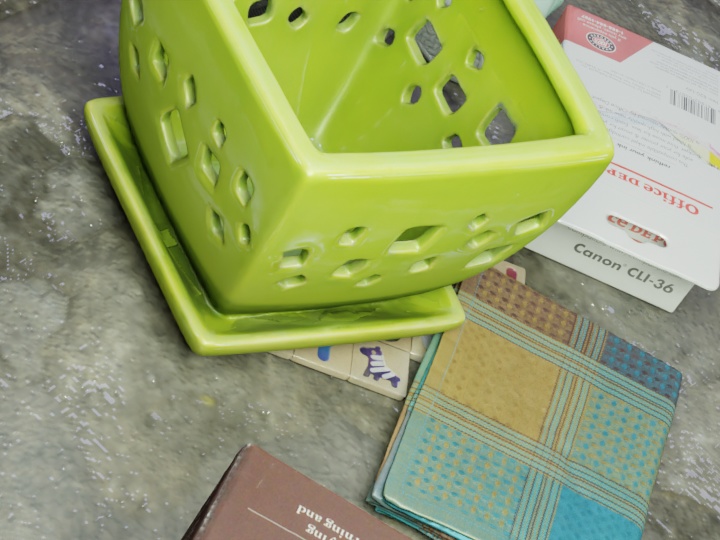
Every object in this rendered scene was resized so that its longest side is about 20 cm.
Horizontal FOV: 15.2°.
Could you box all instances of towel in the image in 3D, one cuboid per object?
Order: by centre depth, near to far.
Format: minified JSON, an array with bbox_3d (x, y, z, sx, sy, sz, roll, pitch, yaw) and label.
[{"bbox_3d":[0.093,0.090,1.448,0.146,0.022,0.200,30,42,-6],"label":"towel"}]

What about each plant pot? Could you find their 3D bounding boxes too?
[{"bbox_3d":[-0.020,-0.069,1.404,0.199,0.182,0.200,-5,52,-35],"label":"plant pot"}]

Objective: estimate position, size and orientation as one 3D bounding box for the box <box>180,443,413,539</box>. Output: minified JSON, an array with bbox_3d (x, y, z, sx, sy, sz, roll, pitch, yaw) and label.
[{"bbox_3d":[-0.042,0.218,1.134,0.166,0.164,0.200,32,41,-3],"label":"box"}]

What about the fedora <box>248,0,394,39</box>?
[{"bbox_3d":[-0.009,-0.181,1.547,0.090,0.200,0.177,53,45,-22],"label":"fedora"}]

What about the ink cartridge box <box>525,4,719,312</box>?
[{"bbox_3d":[0.153,-0.055,1.598,0.116,0.068,0.200,23,40,-11],"label":"ink cartridge box"}]

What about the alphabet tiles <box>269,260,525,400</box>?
[{"bbox_3d":[0.000,0.000,1.494,0.200,0.008,0.167,21,42,-13],"label":"alphabet tiles"}]

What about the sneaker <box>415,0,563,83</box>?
[{"bbox_3d":[0.043,-0.219,1.669,0.201,0.074,0.118,53,48,-1],"label":"sneaker"}]
